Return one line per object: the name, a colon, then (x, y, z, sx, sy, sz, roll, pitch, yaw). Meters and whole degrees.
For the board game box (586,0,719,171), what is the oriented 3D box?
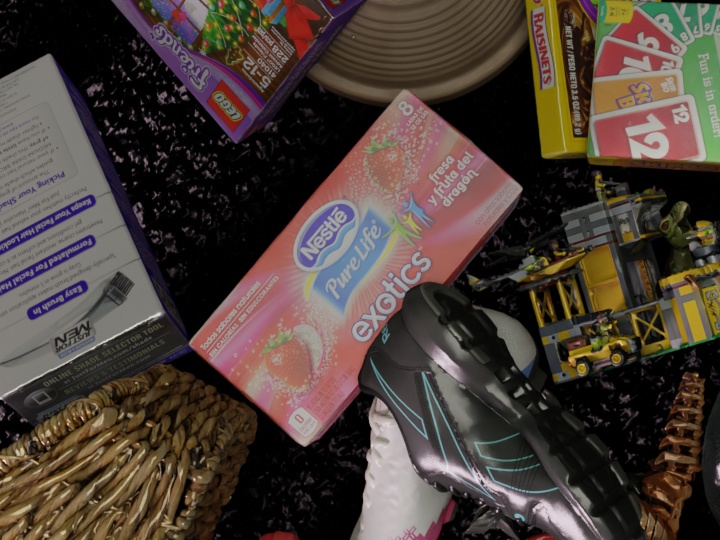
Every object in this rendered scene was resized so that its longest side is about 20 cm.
board game box: (0.234, -0.104, 1.125, 0.199, 0.030, 0.096, 4, 83, 9)

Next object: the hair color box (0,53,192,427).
hair color box: (-0.191, -0.019, 1.171, 0.109, 0.065, 0.201, -27, 62, 2)

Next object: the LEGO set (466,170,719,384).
LEGO set: (0.171, -0.011, 1.123, 0.153, 0.200, 0.116, -20, 85, 38)

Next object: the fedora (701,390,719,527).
fedora: (0.288, 0.091, 1.145, 0.200, 0.092, 0.202, -3, 110, -8)

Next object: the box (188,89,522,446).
box: (0.000, 0.000, 1.173, 0.095, 0.103, 0.200, 40, 91, 5)

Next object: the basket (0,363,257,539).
basket: (-0.153, 0.113, 1.124, 0.148, 0.200, 0.143, 25, 89, 5)

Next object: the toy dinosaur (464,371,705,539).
toy dinosaur: (0.144, 0.143, 1.157, 0.135, 0.102, 0.201, 30, 94, 3)

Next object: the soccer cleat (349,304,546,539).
soccer cleat: (0.028, 0.107, 1.167, 0.086, 0.070, 0.200, 30, 94, -23)

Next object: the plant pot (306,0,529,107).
plant pot: (0.025, -0.205, 1.188, 0.200, 0.093, 0.202, 0, 86, 2)

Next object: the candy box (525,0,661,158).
candy box: (0.143, -0.169, 1.184, 0.102, 0.026, 0.201, -3, 86, -41)

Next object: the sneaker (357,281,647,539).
sneaker: (0.079, 0.100, 1.087, 0.079, 0.075, 0.200, -46, 76, 21)

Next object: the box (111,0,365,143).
box: (-0.100, -0.193, 1.177, 0.200, 0.137, 0.039, 49, 48, 5)

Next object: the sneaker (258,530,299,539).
sneaker: (-0.108, 0.245, 1.177, 0.115, 0.078, 0.201, 16, 86, 3)

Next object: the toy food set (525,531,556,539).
toy food set: (0.141, 0.236, 1.136, 0.198, 0.049, 0.200, 38, 116, -20)
